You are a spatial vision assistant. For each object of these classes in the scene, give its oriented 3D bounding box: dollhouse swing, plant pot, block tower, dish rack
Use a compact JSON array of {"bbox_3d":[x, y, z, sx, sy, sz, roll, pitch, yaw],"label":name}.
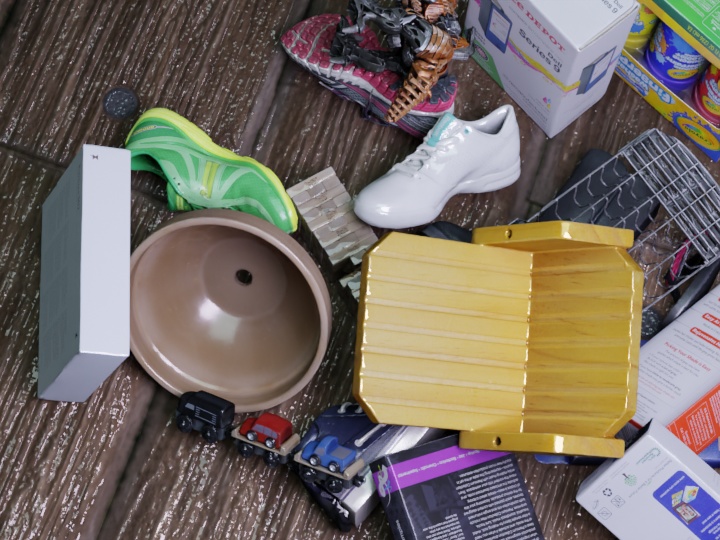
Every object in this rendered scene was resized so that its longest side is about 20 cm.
[{"bbox_3d":[0.118,0.054,1.525,0.175,0.181,0.201,11,80,-39],"label":"dollhouse swing"},{"bbox_3d":[-0.118,0.024,1.637,0.200,0.201,0.093,18,29,3],"label":"plant pot"},{"bbox_3d":[0.000,0.000,1.699,0.054,0.058,0.200,-29,76,-14],"label":"block tower"},{"bbox_3d":[0.249,-0.031,1.656,0.200,0.055,0.154,-36,84,-7],"label":"dish rack"}]

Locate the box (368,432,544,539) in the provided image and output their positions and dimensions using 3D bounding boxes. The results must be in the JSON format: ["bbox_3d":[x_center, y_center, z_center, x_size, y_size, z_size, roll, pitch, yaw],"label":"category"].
[{"bbox_3d":[0.100,0.248,1.577,0.143,0.036,0.201,-12,77,-37],"label":"box"}]

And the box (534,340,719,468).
[{"bbox_3d":[0.265,0.127,1.683,0.199,0.032,0.122,1,70,-3],"label":"box"}]

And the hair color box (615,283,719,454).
[{"bbox_3d":[0.320,0.093,1.625,0.200,0.061,0.101,-36,38,-16],"label":"hair color box"}]

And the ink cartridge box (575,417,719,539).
[{"bbox_3d":[0.295,0.229,1.534,0.200,0.099,0.039,43,28,-1],"label":"ink cartridge box"}]

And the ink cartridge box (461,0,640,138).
[{"bbox_3d":[0.182,-0.243,1.725,0.087,0.200,0.145,-38,77,-16],"label":"ink cartridge box"}]

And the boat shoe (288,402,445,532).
[{"bbox_3d":[0.018,0.141,1.637,0.093,0.075,0.200,39,71,17],"label":"boat shoe"}]

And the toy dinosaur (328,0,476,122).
[{"bbox_3d":[0.047,-0.225,1.693,0.135,0.102,0.200,19,29,-7],"label":"toy dinosaur"}]

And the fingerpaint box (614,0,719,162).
[{"bbox_3d":[0.324,-0.227,1.747,0.200,0.167,0.073,44,71,11],"label":"fingerpaint box"}]

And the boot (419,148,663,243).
[{"bbox_3d":[0.179,-0.048,1.721,0.165,0.066,0.200,42,76,1],"label":"boot"}]

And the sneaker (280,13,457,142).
[{"bbox_3d":[0.003,-0.191,1.765,0.200,0.075,0.081,31,55,21],"label":"sneaker"}]

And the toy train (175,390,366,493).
[{"bbox_3d":[-0.082,0.152,1.595,0.199,0.046,0.034,19,27,23],"label":"toy train"}]

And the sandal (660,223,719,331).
[{"bbox_3d":[0.334,-0.014,1.723,0.045,0.075,0.200,27,62,13],"label":"sandal"}]

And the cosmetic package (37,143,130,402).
[{"bbox_3d":[-0.256,0.005,1.624,0.051,0.151,0.201,6,69,-21],"label":"cosmetic package"}]

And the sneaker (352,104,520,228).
[{"bbox_3d":[0.073,-0.108,1.699,0.200,0.089,0.075,-25,42,-33],"label":"sneaker"}]

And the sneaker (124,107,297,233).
[{"bbox_3d":[-0.147,-0.080,1.711,0.200,0.074,0.084,30,68,17],"label":"sneaker"}]
